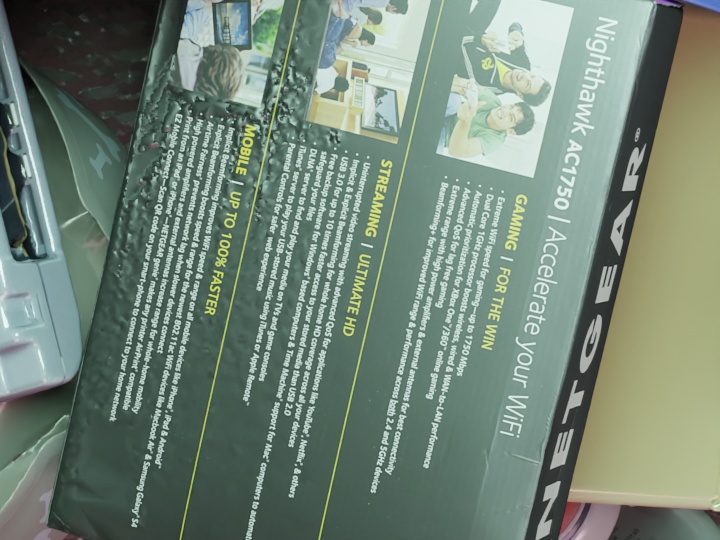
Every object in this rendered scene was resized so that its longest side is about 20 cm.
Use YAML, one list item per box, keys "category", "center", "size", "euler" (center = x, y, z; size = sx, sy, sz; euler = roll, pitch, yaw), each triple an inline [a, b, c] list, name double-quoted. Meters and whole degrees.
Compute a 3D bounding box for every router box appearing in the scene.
- category: "router box"
  center: [0.000, 0.000, 0.852]
  size: [0.149, 0.200, 0.051]
  euler: [15, -173, 16]

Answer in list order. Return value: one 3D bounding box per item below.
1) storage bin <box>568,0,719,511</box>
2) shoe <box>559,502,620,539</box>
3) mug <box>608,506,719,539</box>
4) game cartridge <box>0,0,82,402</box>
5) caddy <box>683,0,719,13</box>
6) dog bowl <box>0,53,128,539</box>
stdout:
- category: "storage bin"
  center: [0.032, -0.023, 0.963]
  size: [0.199, 0.094, 0.199]
  euler: [5, 95, -14]
- category: "shoe"
  center: [0.003, 0.090, 1.146]
  size: [0.200, 0.072, 0.091]
  euler: [-10, 145, 42]
- category: "mug"
  center: [0.108, 0.171, 1.256]
  size: [0.200, 0.148, 0.176]
  euler: [-17, 144, -40]
- category: "game cartridge"
  center: [-0.165, -0.047, 0.894]
  size: [0.133, 0.200, 0.041]
  euler: [-16, 176, 29]
- category: "caddy"
  center: [0.082, -0.147, 0.855]
  size: [0.200, 0.142, 0.105]
  euler: [15, 130, -25]
- category: "dog bowl"
  center: [-0.149, 0.016, 0.954]
  size: [0.200, 0.200, 0.059]
  euler: [-32, 153, 26]
